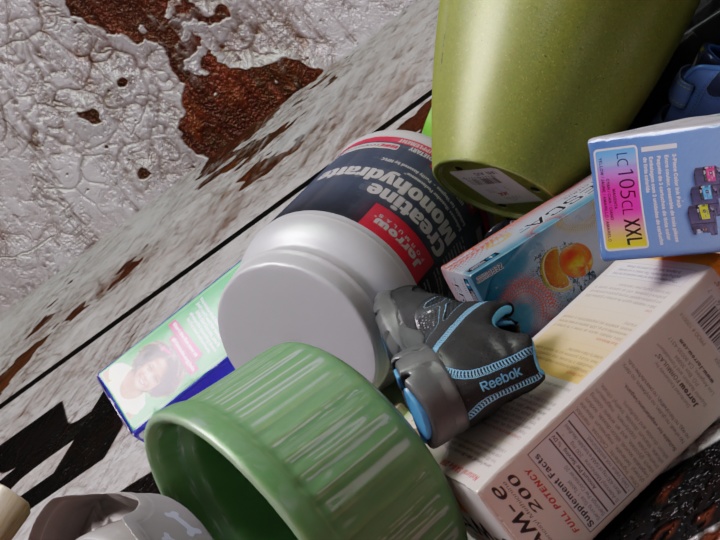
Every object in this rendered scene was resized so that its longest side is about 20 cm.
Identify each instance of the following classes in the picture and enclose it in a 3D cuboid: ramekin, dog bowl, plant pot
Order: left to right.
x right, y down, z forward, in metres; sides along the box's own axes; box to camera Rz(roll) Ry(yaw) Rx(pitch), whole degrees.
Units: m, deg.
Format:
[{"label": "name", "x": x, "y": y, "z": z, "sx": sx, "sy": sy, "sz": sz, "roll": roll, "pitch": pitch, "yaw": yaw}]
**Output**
[{"label": "dog bowl", "x": -0.136, "y": 0.227, "z": 1.048, "sx": 0.059, "sy": 0.201, "sz": 0.200, "roll": -7, "pitch": -10, "yaw": -38}, {"label": "ramekin", "x": -0.029, "y": 0.139, "z": 1.018, "sx": 0.098, "sy": 0.200, "sz": 0.200, "roll": -37, "pitch": 11, "yaw": -24}, {"label": "plant pot", "x": 0.124, "y": -0.143, "z": 1.192, "sx": 0.187, "sy": 0.187, "sz": 0.201, "roll": -12, "pitch": 54, "yaw": 63}]

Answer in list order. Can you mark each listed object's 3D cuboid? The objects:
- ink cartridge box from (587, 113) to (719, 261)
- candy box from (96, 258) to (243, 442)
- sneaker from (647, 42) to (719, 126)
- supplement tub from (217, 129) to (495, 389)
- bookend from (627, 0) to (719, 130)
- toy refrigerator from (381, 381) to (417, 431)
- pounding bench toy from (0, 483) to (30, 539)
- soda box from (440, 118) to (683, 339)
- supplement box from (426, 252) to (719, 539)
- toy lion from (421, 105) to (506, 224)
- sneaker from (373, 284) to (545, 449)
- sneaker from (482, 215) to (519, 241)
[{"label": "ink cartridge box", "x": 0.248, "y": -0.056, "z": 0.970, "sx": 0.200, "sy": 0.077, "sz": 0.136, "roll": -7, "pitch": 6, "yaw": 39}, {"label": "candy box", "x": -0.100, "y": 0.078, "z": 1.485, "sx": 0.200, "sy": 0.077, "sz": 0.169, "roll": -40, "pitch": -28, "yaw": 2}, {"label": "sneaker", "x": 0.239, "y": -0.110, "z": 1.197, "sx": 0.200, "sy": 0.082, "sz": 0.074, "roll": -36, "pitch": 14, "yaw": 23}, {"label": "supplement tub", "x": 0.000, "y": 0.000, "z": 1.224, "sx": 0.140, "sy": 0.140, "sz": 0.200, "roll": -29, "pitch": 13, "yaw": 39}, {"label": "bookend", "x": 0.264, "y": -0.155, "z": 1.283, "sx": 0.200, "sy": 0.092, "sz": 0.199, "roll": -38, "pitch": 2, "yaw": -14}, {"label": "toy refrigerator", "x": 0.054, "y": 0.104, "z": 1.165, "sx": 0.076, "sy": 0.070, "sz": 0.200, "roll": -46, "pitch": 15, "yaw": -26}, {"label": "pounding bench toy", "x": -0.216, "y": 0.231, "z": 1.205, "sx": 0.124, "sy": 0.200, "sz": 0.156, "roll": -47, "pitch": 16, "yaw": -26}, {"label": "soda box", "x": 0.156, "y": -0.024, "z": 1.111, "sx": 0.200, "sy": 0.064, "sz": 0.068, "roll": -32, "pitch": 11, "yaw": -9}, {"label": "supplement box", "x": 0.137, "y": 0.078, "z": 1.011, "sx": 0.200, "sy": 0.074, "sz": 0.126, "roll": -42, "pitch": 13, "yaw": -10}, {"label": "toy lion", "x": 0.109, "y": -0.087, "z": 1.390, "sx": 0.200, "sy": 0.069, "sz": 0.192, "roll": 12, "pitch": -74, "yaw": -55}, {"label": "sneaker", "x": 0.059, "y": 0.051, "z": 1.044, "sx": 0.082, "sy": 0.073, "sz": 0.200, "roll": -22, "pitch": 17, "yaw": -1}, {"label": "sneaker", "x": 0.121, "y": 0.005, "z": 1.216, "sx": 0.200, "sy": 0.083, "sz": 0.072, "roll": -69, "pitch": 0, "yaw": -57}]
